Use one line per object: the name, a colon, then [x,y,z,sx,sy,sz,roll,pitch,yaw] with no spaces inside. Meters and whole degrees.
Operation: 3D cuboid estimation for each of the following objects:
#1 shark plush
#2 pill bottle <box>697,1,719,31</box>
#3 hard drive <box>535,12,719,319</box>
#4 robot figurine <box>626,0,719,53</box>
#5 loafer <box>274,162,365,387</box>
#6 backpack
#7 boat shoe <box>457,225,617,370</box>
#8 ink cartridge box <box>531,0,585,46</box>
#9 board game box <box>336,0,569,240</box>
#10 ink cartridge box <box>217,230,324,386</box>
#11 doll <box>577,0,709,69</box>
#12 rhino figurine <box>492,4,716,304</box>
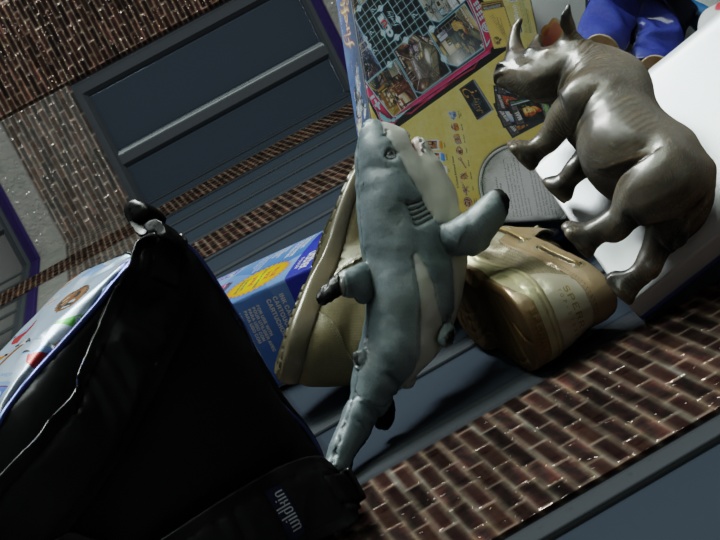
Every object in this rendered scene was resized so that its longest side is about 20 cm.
shark plush: [0.009,0.018,1.020,0.091,0.083,0.202,8,76,67]
pill bottle: [0.316,-0.142,1.059,0.198,0.120,0.120,-23,11,25]
hard drive: [0.206,-0.080,1.000,0.199,0.025,0.132,-39,45,10]
robot figurine: [0.272,-0.174,1.346,0.168,0.114,0.200,-1,25,38]
loafer: [0.000,0.000,1.192,0.076,0.067,0.201,118,175,-61]
backpack: [-0.127,0.103,0.860,0.153,0.201,0.191,-25,16,41]
boat shoe: [0.096,0.009,1.063,0.064,0.072,0.200,-24,20,-9]
ink cartridge box: [0.105,-0.114,1.309,0.201,0.083,0.145,-56,4,-27]
board game box: [0.062,-0.116,1.196,0.134,0.202,0.035,-2,-22,-16]
ink cartridge box: [-0.060,0.034,1.313,0.198,0.077,0.137,-23,11,18]
doll: [0.187,-0.181,1.221,0.201,0.135,0.049,-65,-4,-56]
rhino figurine: [0.132,-0.080,0.993,0.087,0.060,0.201,-40,49,14]
